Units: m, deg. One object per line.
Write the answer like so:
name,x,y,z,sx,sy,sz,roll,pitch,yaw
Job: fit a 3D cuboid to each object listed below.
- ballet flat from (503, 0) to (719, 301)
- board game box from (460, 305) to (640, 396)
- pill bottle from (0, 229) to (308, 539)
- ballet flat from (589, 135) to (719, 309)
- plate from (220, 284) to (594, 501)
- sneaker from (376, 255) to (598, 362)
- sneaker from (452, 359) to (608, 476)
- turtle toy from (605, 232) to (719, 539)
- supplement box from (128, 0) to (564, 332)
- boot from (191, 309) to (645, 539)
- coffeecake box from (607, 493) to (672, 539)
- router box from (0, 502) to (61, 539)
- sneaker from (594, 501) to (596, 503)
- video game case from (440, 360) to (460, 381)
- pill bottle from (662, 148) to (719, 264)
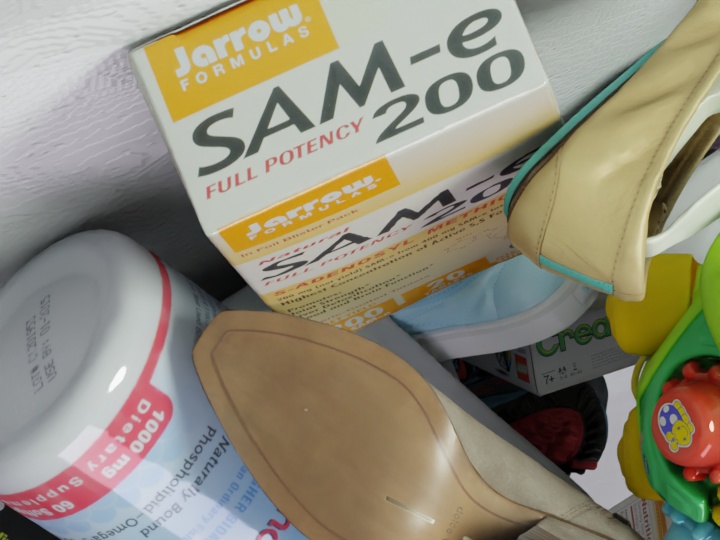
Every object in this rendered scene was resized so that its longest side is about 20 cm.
ballet flat,0.130,-0.068,0.998,0.200,0.063,0.069,-49,158,-14
board game box,0.136,0.002,1.348,0.199,0.035,0.126,-17,-163,-21
pill bottle,-0.056,0.078,1.137,0.109,0.109,0.200,-31,129,30
ballet flat,0.105,-0.027,1.244,0.069,0.071,0.200,-12,162,-41
plate,-0.032,0.101,1.258,0.199,0.032,0.200,-31,125,28
sneaker,0.000,0.000,1.235,0.199,0.074,0.082,-19,127,28
sneaker,0.066,0.049,1.413,0.079,0.096,0.200,11,168,-14
turtle toy,0.157,0.045,1.034,0.145,0.101,0.200,0,133,11
supplement box,0.007,-0.044,1.040,0.126,0.074,0.200,-24,165,4
boot,0.036,0.086,1.091,0.070,0.200,0.146,-52,166,5
coffeecake box,0.156,0.144,1.236,0.153,0.073,0.200,3,156,-27
router box,-0.119,0.161,1.269,0.062,0.199,0.150,-63,179,-23
sneaker,0.036,0.129,1.403,0.199,0.076,0.115,5,177,33
video game case,-0.031,0.106,1.366,0.200,0.144,0.018,-30,162,27
pill bottle,0.192,0.027,1.210,0.113,0.114,0.200,-25,155,9
